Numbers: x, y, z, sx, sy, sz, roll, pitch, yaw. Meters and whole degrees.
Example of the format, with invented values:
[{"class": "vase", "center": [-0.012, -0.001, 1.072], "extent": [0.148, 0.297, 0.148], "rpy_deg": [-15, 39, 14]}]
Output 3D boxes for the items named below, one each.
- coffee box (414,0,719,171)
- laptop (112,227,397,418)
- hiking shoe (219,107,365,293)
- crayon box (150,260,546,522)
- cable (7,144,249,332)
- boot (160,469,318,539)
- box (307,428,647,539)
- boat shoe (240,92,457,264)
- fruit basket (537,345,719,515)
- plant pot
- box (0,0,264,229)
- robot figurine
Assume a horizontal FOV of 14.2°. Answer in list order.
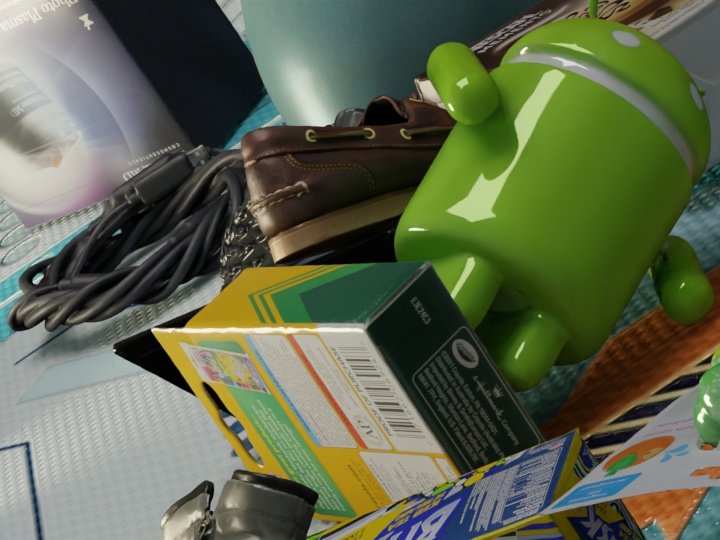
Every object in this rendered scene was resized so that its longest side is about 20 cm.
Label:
[{"class": "coffee box", "center": [0.139, -0.102, 1.577], "extent": [0.113, 0.080, 0.200], "rpy_deg": [-34, 17, -31]}, {"class": "laptop", "center": [0.000, 0.000, 1.543], "extent": [0.187, 0.200, 0.117], "rpy_deg": [-23, 56, 31]}, {"class": "hiking shoe", "center": [-0.013, -0.017, 1.649], "extent": [0.200, 0.086, 0.075], "rpy_deg": [-38, 44, 51]}, {"class": "crayon box", "center": [-0.004, 0.060, 1.378], "extent": [0.052, 0.126, 0.200], "rpy_deg": [-43, 21, -26]}, {"class": "cable", "center": [-0.146, -0.011, 1.916], "extent": [0.199, 0.051, 0.163], "rpy_deg": [-34, 24, -5]}, {"class": "boot", "center": [-0.077, 0.165, 1.202], "extent": [0.200, 0.067, 0.131], "rpy_deg": [-32, 46, 48]}, {"class": "box", "center": [0.021, 0.142, 1.228], "extent": [0.199, 0.070, 0.064], "rpy_deg": [-24, 20, 29]}, {"class": "boat shoe", "center": [0.022, -0.057, 1.457], "extent": [0.070, 0.071, 0.199], "rpy_deg": [-28, -11, 41]}, {"class": "fruit basket", "center": [0.187, 0.035, 1.138], "extent": [0.185, 0.094, 0.200], "rpy_deg": [-15, 8, 45]}, {"class": "plant pot", "center": [0.021, -0.129, 1.740], "extent": [0.199, 0.200, 0.136], "rpy_deg": [-17, 60, 41]}, {"class": "box", "center": [-0.211, -0.160, 2.129], "extent": [0.199, 0.199, 0.123], "rpy_deg": [-19, 27, 39]}, {"class": "robot figurine", "center": [0.093, -0.036, 1.389], "extent": [0.201, 0.175, 0.116], "rpy_deg": [-57, 17, -22]}]
